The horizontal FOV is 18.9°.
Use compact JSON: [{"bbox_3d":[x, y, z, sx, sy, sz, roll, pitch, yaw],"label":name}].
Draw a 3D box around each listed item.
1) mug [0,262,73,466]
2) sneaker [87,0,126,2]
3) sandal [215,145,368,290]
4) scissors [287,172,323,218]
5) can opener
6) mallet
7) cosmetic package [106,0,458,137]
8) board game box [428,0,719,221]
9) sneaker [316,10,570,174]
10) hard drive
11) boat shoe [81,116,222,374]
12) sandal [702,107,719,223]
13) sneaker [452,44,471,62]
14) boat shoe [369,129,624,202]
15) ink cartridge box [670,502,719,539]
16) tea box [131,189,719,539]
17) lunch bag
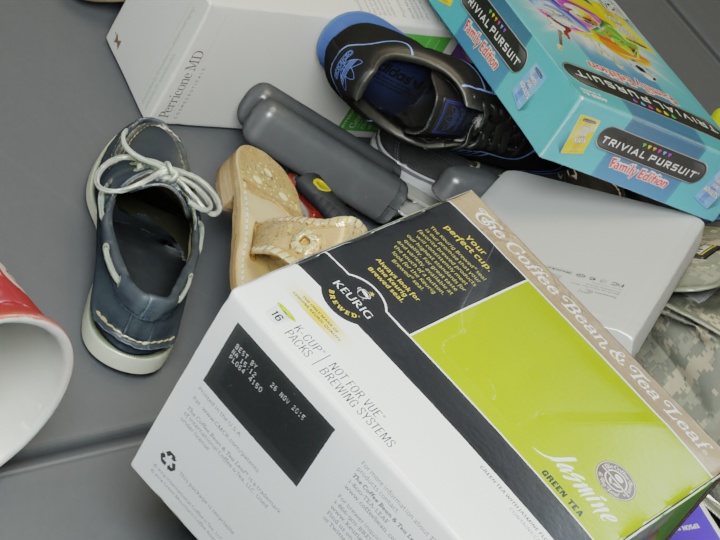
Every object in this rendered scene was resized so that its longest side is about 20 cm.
[{"bbox_3d":[-0.262,0.003,1.043,0.177,0.134,0.200,-9,50,-45],"label":"mug"},{"bbox_3d":[-0.103,-0.233,1.412,0.199,0.076,0.070,-15,32,-11],"label":"sneaker"},{"bbox_3d":[-0.029,-0.014,1.221,0.077,0.070,0.212,29,27,-35],"label":"sandal"},{"bbox_3d":[0.000,0.000,1.307,0.073,0.014,0.200,4,34,-47],"label":"scissors"},{"bbox_3d":[0.018,-0.068,1.376,0.200,0.067,0.053,31,19,-24],"label":"can opener"},{"bbox_3d":[0.026,0.002,1.278,0.066,0.041,0.200,3,34,-30],"label":"mallet"},{"bbox_3d":[-0.048,-0.154,1.398,0.199,0.108,0.085,-1,49,-36],"label":"cosmetic package"},{"bbox_3d":[0.137,-0.125,1.355,0.151,0.047,0.200,17,28,-36],"label":"board game box"},{"bbox_3d":[0.065,-0.097,1.354,0.199,0.070,0.078,18,24,-23],"label":"sneaker"},{"bbox_3d":[0.117,-0.005,1.266,0.131,0.026,0.200,15,24,15],"label":"hard drive"},{"bbox_3d":[-0.122,-0.029,1.238,0.075,0.062,0.200,21,37,-12],"label":"boat shoe"},{"bbox_3d":[0.201,-0.082,1.537,0.199,0.087,0.080,18,59,10],"label":"sandal"},{"bbox_3d":[0.083,-0.179,1.543,0.080,0.089,0.200,36,35,6],"label":"sneaker"},{"bbox_3d":[0.104,-0.074,1.457,0.199,0.066,0.070,16,40,-22],"label":"boat shoe"},{"bbox_3d":[0.102,0.141,1.209,0.197,0.043,0.200,-5,47,-31],"label":"ink cartridge box"},{"bbox_3d":[0.036,0.093,1.052,0.200,0.134,0.196,47,40,18],"label":"tea box"},{"bbox_3d":[0.225,0.048,1.367,0.200,0.118,0.164,42,28,13],"label":"lunch bag"}]
